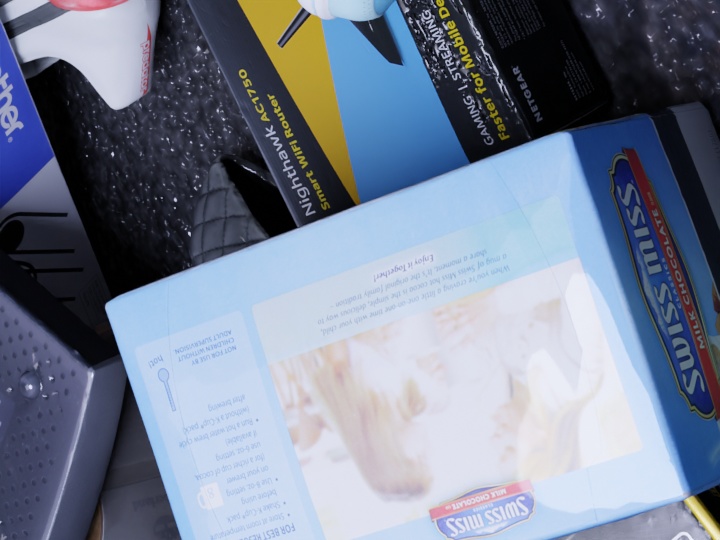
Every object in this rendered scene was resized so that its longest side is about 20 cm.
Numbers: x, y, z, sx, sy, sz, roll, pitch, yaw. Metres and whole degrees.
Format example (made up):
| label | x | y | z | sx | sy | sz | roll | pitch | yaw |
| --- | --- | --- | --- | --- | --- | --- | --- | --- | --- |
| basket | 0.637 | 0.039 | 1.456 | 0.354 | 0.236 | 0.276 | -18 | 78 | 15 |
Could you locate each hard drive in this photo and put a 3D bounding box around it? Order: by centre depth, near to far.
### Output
| label | x | y | z | sx | sy | sz | roll | pitch | yaw |
| --- | --- | --- | --- | --- | --- | --- | --- | --- | --- |
| hard drive | -0.170 | 0.088 | 1.223 | 0.135 | 0.042 | 0.200 | 38 | 121 | 30 |

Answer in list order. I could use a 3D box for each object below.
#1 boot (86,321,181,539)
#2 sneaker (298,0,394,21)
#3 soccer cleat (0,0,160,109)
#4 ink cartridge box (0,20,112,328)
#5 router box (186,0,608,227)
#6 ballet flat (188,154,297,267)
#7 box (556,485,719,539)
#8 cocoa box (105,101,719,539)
| label | x | y | z | sx | sy | sz | roll | pitch | yaw |
| --- | --- | --- | --- | --- | --- | --- | --- | --- | --- |
| boot | -0.095 | 0.119 | 1.254 | 0.075 | 0.074 | 0.200 | -162 | 67 | -72 |
| sneaker | 0.071 | -0.144 | 0.927 | 0.131 | 0.080 | 0.200 | 35 | 102 | 11 |
| soccer cleat | -0.165 | -0.130 | 1.264 | 0.200 | 0.069 | 0.085 | 22 | 131 | 36 |
| ink cartridge box | -0.178 | -0.022 | 1.271 | 0.044 | 0.094 | 0.200 | 26 | 149 | 33 |
| router box | -0.008 | -0.126 | 1.100 | 0.149 | 0.051 | 0.200 | -21 | 97 | 51 |
| ballet flat | 0.000 | 0.000 | 1.161 | 0.200 | 0.066 | 0.057 | 17 | 119 | 41 |
| box | 0.068 | 0.144 | 1.117 | 0.200 | 0.049 | 0.160 | -43 | 74 | 24 |
| cocoa box | 0.036 | 0.036 | 1.024 | 0.200 | 0.131 | 0.133 | -20 | 87 | 29 |
